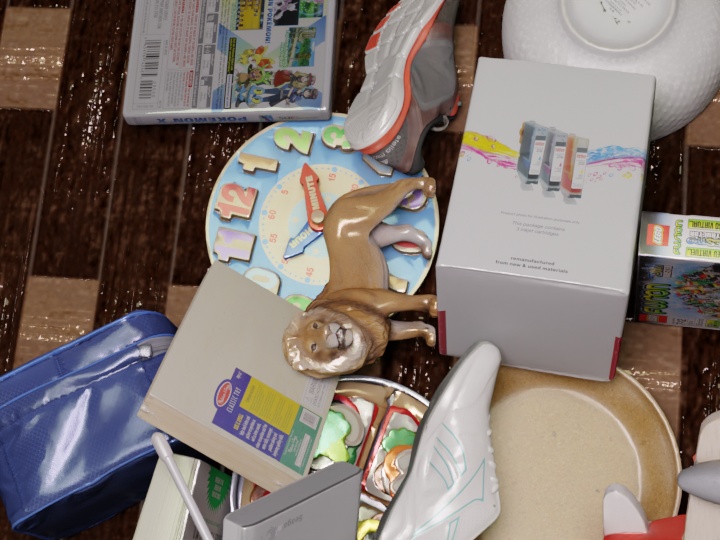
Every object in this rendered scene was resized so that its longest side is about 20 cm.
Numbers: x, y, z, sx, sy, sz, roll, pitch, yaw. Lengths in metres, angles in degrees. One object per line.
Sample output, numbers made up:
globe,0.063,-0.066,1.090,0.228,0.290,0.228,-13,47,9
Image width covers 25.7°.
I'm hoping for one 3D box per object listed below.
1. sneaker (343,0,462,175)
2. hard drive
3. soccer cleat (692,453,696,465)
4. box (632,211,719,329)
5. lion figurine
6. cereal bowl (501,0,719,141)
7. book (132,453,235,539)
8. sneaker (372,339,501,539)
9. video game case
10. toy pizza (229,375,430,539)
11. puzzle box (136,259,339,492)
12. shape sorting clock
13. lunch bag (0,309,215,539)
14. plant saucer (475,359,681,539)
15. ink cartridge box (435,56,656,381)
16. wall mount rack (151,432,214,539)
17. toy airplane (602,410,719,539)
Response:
sneaker,0.050,-0.165,1.353,0.077,0.082,0.200,-13,47,50
hard drive,-0.053,0.250,1.139,0.026,0.132,0.200,19,113,34
soccer cleat,0.345,0.133,1.219,0.200,0.069,0.078,-27,77,-6
box,0.264,0.005,1.198,0.110,0.200,0.035,5,76,11
lion figurine,0.000,0.000,1.269,0.122,0.073,0.200,2,52,-3
cereal bowl,0.215,-0.211,1.325,0.200,0.083,0.201,-2,74,9
book,-0.148,0.250,1.227,0.048,0.134,0.200,10,77,14
sneaker,0.073,0.152,1.203,0.080,0.070,0.201,22,83,1
video game case,-0.111,-0.222,1.394,0.182,0.022,0.200,-1,66,8
toy pizza,-0.005,0.181,1.261,0.200,0.032,0.201,0,76,-2
puzzle box,-0.085,0.080,1.218,0.133,0.200,0.025,31,120,-7
shape sorting clock,-0.033,-0.039,1.337,0.199,0.039,0.200,-2,75,8
lunch bag,-0.205,0.114,1.270,0.200,0.136,0.133,-27,73,-1
plant saucer,0.151,0.162,1.248,0.200,0.035,0.201,0,75,0
ink cartridge box,0.146,-0.042,1.234,0.144,0.145,0.200,9,60,10
wall mount rack,-0.092,0.206,1.167,0.074,0.200,0.174,7,94,35
toy airplane,0.267,0.214,1.142,0.200,0.141,0.199,36,109,-22
